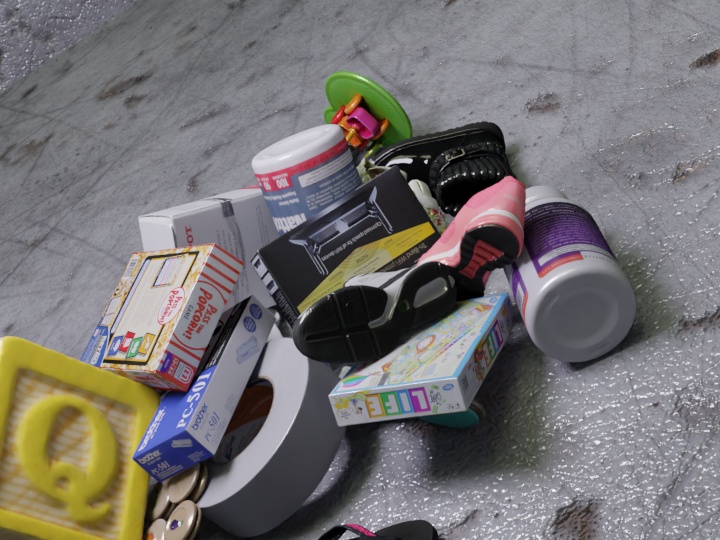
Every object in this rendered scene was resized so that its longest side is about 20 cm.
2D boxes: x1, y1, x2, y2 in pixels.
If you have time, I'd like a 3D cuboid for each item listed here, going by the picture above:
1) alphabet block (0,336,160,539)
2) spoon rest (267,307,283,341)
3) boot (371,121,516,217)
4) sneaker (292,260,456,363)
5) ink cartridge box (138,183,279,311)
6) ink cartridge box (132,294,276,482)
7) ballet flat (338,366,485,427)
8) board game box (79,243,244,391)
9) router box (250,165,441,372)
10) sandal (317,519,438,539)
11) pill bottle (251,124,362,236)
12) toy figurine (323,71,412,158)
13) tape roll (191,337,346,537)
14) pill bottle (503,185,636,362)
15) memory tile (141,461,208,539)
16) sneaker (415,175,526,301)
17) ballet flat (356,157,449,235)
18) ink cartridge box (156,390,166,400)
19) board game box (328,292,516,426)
[{"bbox_3d":[-0.347,0.210,1.217,0.199,0.195,0.198,-28,50,41],"label":"alphabet block"},{"bbox_3d":[-0.127,0.082,1.427,0.098,0.062,0.200,-13,26,-23],"label":"spoon rest"},{"bbox_3d":[0.097,-0.111,1.503,0.209,0.080,0.159,-21,31,16],"label":"boot"},{"bbox_3d":[-0.005,0.048,1.200,0.199,0.077,0.115,-19,5,-36],"label":"sneaker"},{"bbox_3d":[-0.168,-0.019,1.466,0.198,0.148,0.083,-19,16,-40],"label":"ink cartridge box"},{"bbox_3d":[-0.162,0.122,1.236,0.093,0.044,0.201,-30,25,36],"label":"ink cartridge box"},{"bbox_3d":[0.049,0.120,1.212,0.198,0.068,0.064,-4,48,41],"label":"ballet flat"},{"bbox_3d":[-0.223,0.051,1.286,0.199,0.046,0.153,-3,59,54],"label":"board game box"},{"bbox_3d":[0.000,0.000,1.322,0.199,0.158,0.052,-32,-3,-20],"label":"router box"},{"bbox_3d":[-0.023,0.268,1.082,0.197,0.045,0.076,-18,32,22],"label":"sandal"},{"bbox_3d":[-0.043,-0.062,1.419,0.118,0.202,0.120,-20,16,6],"label":"pill bottle"},{"bbox_3d":[-0.045,-0.159,1.679,0.185,0.150,0.199,-55,15,-21],"label":"toy figurine"},{"bbox_3d":[-0.104,0.173,1.224,0.199,0.066,0.202,-36,30,24],"label":"tape roll"},{"bbox_3d":[0.206,-0.006,1.217,0.110,0.112,0.201,-25,31,9],"label":"pill bottle"},{"bbox_3d":[-0.212,0.293,1.165,0.153,0.017,0.202,-34,35,36],"label":"memory tile"},{"bbox_3d":[0.123,-0.032,1.235,0.200,0.073,0.088,-42,22,59],"label":"sneaker"},{"bbox_3d":[0.047,-0.089,1.447,0.199,0.075,0.065,31,97,43],"label":"ballet flat"},{"bbox_3d":[-0.268,0.153,1.451,0.199,0.068,0.116,-41,31,-17],"label":"ink cartridge box"},{"bbox_3d":[0.067,0.085,1.160,0.133,0.035,0.200,-10,17,26],"label":"board game box"}]
